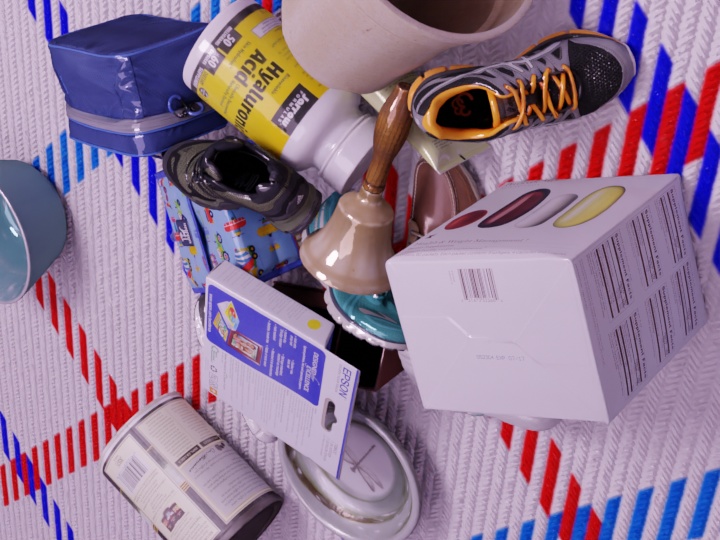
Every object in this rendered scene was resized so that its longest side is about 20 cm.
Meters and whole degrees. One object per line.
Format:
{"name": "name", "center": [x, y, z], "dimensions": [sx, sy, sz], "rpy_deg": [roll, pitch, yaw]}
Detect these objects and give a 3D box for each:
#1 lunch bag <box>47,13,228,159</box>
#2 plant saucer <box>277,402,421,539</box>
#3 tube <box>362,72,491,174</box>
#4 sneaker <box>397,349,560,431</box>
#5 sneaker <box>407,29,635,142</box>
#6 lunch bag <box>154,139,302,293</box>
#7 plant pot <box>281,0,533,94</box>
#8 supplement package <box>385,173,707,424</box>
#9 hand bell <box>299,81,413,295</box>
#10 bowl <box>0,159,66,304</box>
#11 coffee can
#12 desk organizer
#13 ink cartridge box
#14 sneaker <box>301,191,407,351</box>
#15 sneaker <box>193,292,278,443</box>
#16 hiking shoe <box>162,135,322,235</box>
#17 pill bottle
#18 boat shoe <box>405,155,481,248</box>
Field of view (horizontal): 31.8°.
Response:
{"name": "lunch bag", "center": [-0.234, -0.194, 1.371], "dimensions": [0.199, 0.135, 0.133], "rpy_deg": [20, 127, 47]}
{"name": "plant saucer", "center": [-0.005, 0.227, 1.472], "dimensions": [0.199, 0.050, 0.201], "rpy_deg": [19, 127, 28]}
{"name": "tube", "center": [0.032, -0.170, 1.211], "dimensions": [0.058, 0.052, 0.200], "rpy_deg": [-45, 73, 1]}
{"name": "sneaker", "center": [0.127, 0.124, 1.301], "dimensions": [0.199, 0.075, 0.089], "rpy_deg": [26, 140, 36]}
{"name": "sneaker", "center": [0.138, -0.149, 1.081], "dimensions": [0.199, 0.077, 0.079], "rpy_deg": [-14, 111, 11]}
{"name": "lunch bag", "center": [-0.162, -0.057, 1.441], "dimensions": [0.199, 0.094, 0.151], "rpy_deg": [-10, 102, 54]}
{"name": "plant pot", "center": [0.023, -0.251, 1.103], "dimensions": [0.201, 0.200, 0.183], "rpy_deg": [57, 147, 0]}
{"name": "supplement package", "center": [0.167, 0.019, 1.103], "dimensions": [0.190, 0.200, 0.148], "rpy_deg": [0, 112, 40]}
{"name": "hand bell", "center": [0.013, -0.087, 1.183], "dimensions": [0.104, 0.104, 0.201], "rpy_deg": [34, 128, 23]}
{"name": "bowl", "center": [-0.467, -0.067, 1.679], "dimensions": [0.200, 0.105, 0.202], "rpy_deg": [21, 126, 32]}
{"name": "coffee can", "center": [-0.218, 0.276, 1.624], "dimensions": [0.200, 0.146, 0.147], "rpy_deg": [43, 134, 15]}
{"name": "desk organizer", "center": [-0.041, 0.072, 1.402], "dimensions": [0.199, 0.077, 0.072], "rpy_deg": [9, 119, 38]}
{"name": "ink cartridge box", "center": [-0.083, 0.108, 1.369], "dimensions": [0.199, 0.047, 0.198], "rpy_deg": [29, 139, 16]}
{"name": "sneaker", "center": [0.000, 0.000, 1.302], "dimensions": [0.080, 0.077, 0.200], "rpy_deg": [-56, 51, 33]}
{"name": "sneaker", "center": [-0.126, 0.106, 1.514], "dimensions": [0.080, 0.074, 0.201], "rpy_deg": [-27, 99, 31]}
{"name": "hiking shoe", "center": [-0.130, -0.105, 1.248], "dimensions": [0.199, 0.076, 0.101], "rpy_deg": [18, 160, 35]}
{"name": "pill bottle", "center": [-0.070, -0.170, 1.262], "dimensions": [0.200, 0.111, 0.111], "rpy_deg": [39, 134, 5]}
{"name": "boat shoe", "center": [0.080, -0.018, 1.250], "dimensions": [0.075, 0.072, 0.201], "rpy_deg": [10, 119, 37]}
